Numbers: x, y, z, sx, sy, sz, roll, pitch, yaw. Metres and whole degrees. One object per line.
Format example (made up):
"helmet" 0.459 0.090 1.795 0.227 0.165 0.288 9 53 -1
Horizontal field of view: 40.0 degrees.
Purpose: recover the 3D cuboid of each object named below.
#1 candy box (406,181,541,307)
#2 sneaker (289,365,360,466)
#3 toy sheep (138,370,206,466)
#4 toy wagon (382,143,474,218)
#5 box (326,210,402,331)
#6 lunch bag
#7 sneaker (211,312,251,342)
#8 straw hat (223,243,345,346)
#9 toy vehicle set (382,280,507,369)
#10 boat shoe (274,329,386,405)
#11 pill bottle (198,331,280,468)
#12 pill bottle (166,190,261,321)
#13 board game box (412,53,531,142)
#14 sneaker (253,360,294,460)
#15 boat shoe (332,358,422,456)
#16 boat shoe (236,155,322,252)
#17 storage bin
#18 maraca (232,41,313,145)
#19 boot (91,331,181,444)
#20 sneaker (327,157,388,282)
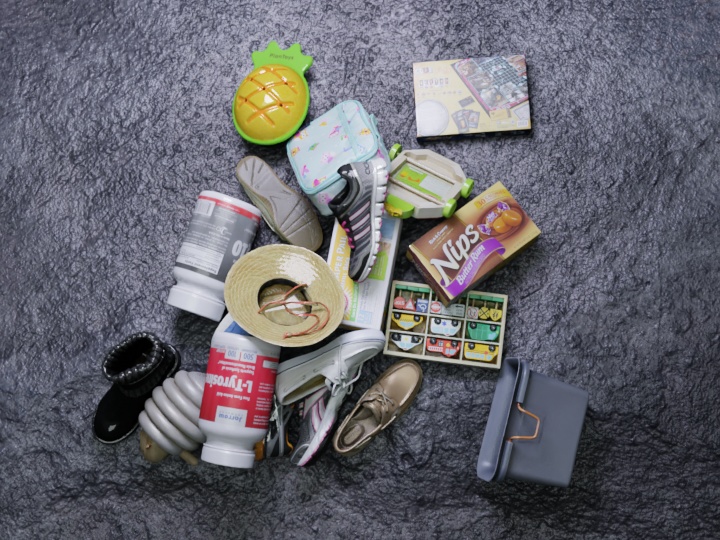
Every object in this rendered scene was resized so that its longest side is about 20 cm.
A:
"candy box" 0.188 -0.044 1.661 0.199 0.057 0.117 -35 78 -14
"sneaker" -0.074 0.230 1.655 0.086 0.080 0.201 24 71 13
"toy sheep" -0.289 0.236 1.639 0.138 0.138 0.200 40 84 8
"toy wagon" 0.091 -0.137 1.650 0.154 0.040 0.200 27 45 16
"box" 0.000 0.000 1.662 0.111 0.101 0.202 10 82 4
"lunch bag" -0.035 -0.197 1.654 0.160 0.077 0.201 -34 38 10
"sneaker" -0.169 0.070 1.671 0.089 0.078 0.202 27 92 25
"straw hat" -0.123 0.062 1.590 0.199 0.085 0.203 3 54 -4
"toy vehicle set" 0.143 0.092 1.667 0.198 0.027 0.126 7 80 0
"boat shoe" -0.046 0.167 1.591 0.200 0.075 0.087 -21 55 3
"pill bottle" -0.195 0.204 1.567 0.111 0.112 0.202 8 84 5
"pill bottle" -0.250 -0.023 1.678 0.113 0.114 0.202 18 84 6
"board game box" 0.193 -0.300 1.727 0.197 0.035 0.137 -3 82 4
"sneaker" -0.148 0.219 1.663 0.076 0.078 0.202 8 78 -20
"boat shoe" 0.031 0.230 1.645 0.071 0.065 0.200 39 84 8
"boat shoe" -0.141 -0.109 1.718 0.201 0.063 0.073 46 75 2
"storage bin" 0.284 0.254 1.596 0.133 0.146 0.202 14 83 -4
"maraca" -0.151 -0.309 1.718 0.135 0.107 0.202 8 71 9
"boot" -0.389 0.193 1.634 0.079 0.158 0.212 34 85 8
"sneaker" -0.012 -0.081 1.561 0.086 0.074 0.202 4 107 -11
